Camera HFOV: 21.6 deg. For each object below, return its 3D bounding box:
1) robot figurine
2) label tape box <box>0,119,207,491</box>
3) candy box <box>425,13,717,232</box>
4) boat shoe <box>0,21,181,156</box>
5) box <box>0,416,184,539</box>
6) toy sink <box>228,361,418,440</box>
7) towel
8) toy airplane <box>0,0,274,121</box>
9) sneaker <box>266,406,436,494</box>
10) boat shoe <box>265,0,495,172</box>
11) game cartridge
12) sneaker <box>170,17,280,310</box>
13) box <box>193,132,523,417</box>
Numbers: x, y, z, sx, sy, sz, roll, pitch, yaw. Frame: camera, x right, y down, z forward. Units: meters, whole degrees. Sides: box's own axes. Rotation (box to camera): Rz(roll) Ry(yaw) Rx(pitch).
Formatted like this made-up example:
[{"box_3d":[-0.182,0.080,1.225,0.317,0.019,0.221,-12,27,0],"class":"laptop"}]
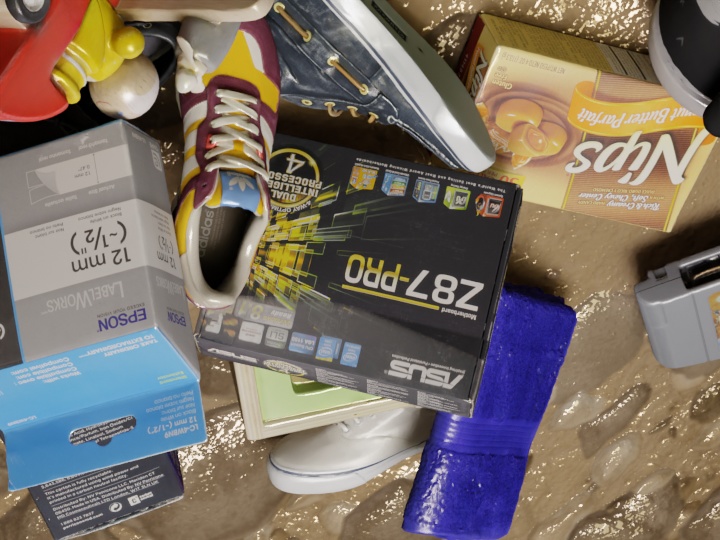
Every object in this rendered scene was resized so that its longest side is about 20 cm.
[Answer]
[{"box_3d":[0.276,-0.181,1.283,0.149,0.126,0.200,-26,167,-25],"class":"robot figurine"},{"box_3d":[-0.185,0.023,1.189,0.142,0.202,0.066,-15,165,14],"class":"label tape box"},{"box_3d":[0.160,-0.106,1.385,0.198,0.056,0.116,11,121,-22],"class":"candy box"},{"box_3d":[-0.199,-0.118,1.275,0.199,0.063,0.075,-33,129,12],"class":"boat shoe"},{"box_3d":[-0.211,0.065,1.351,0.103,0.149,0.201,-19,129,-1],"class":"box"},{"box_3d":[-0.004,0.029,1.404,0.198,0.112,0.131,-11,128,-7],"class":"toy sink"},{"box_3d":[0.104,0.110,1.449,0.147,0.049,0.202,8,98,-63],"class":"towel"},{"box_3d":[-0.159,-0.164,1.170,0.197,0.200,0.142,-23,123,-3],"class":"toy airplane"},{"box_3d":[0.015,0.114,1.504,0.198,0.073,0.071,-20,127,-13],"class":"sneaker"},{"box_3d":[0.002,-0.130,1.299,0.091,0.071,0.200,-37,103,21],"class":"boat shoe"},{"box_3d":[0.322,0.015,1.503,0.198,0.042,0.134,-20,144,7],"class":"game cartridge"},{"box_3d":[-0.083,-0.075,1.224,0.074,0.090,0.203,3,99,-21],"class":"sneaker"},{"box_3d":[0.000,0.000,1.304,0.198,0.163,0.049,13,163,6],"class":"box"}]
